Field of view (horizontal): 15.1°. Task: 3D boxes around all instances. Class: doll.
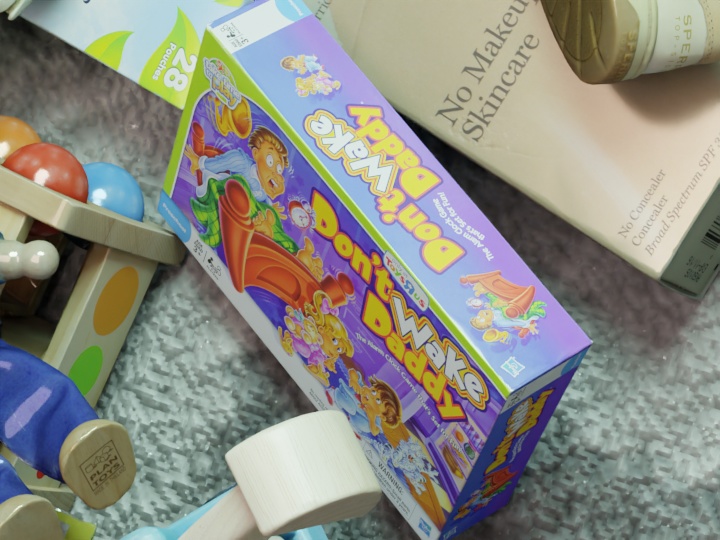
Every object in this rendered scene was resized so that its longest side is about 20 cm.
[{"bbox_3d":[-0.171,0.036,1.080,0.136,0.049,0.200,-45,54,-12],"label":"doll"}]

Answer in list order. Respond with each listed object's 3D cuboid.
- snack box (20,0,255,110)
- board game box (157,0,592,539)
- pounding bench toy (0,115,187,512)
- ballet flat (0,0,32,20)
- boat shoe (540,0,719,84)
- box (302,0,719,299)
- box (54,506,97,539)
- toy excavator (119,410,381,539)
[{"bbox_3d":[-0.104,-0.183,1.218,0.200,0.068,0.169,30,94,20],"label":"snack box"},{"bbox_3d":[0.000,0.000,1.122,0.045,0.135,0.200,-29,68,-29],"label":"board game box"},{"bbox_3d":[-0.204,-0.005,1.202,0.199,0.124,0.156,25,92,22],"label":"pounding bench toy"},{"bbox_3d":[-0.180,-0.124,1.166,0.199,0.068,0.075,-25,39,21],"label":"ballet flat"},{"bbox_3d":[0.093,-0.156,1.081,0.064,0.071,0.201,-6,58,-18],"label":"boat shoe"},{"bbox_3d":[0.077,-0.081,1.130,0.200,0.078,0.095,33,96,21],"label":"box"},{"bbox_3d":[-0.175,0.167,1.141,0.075,0.050,0.200,25,132,-4],"label":"box"},{"bbox_3d":[-0.055,0.127,1.088,0.194,0.200,0.100,-31,74,15],"label":"toy excavator"}]
